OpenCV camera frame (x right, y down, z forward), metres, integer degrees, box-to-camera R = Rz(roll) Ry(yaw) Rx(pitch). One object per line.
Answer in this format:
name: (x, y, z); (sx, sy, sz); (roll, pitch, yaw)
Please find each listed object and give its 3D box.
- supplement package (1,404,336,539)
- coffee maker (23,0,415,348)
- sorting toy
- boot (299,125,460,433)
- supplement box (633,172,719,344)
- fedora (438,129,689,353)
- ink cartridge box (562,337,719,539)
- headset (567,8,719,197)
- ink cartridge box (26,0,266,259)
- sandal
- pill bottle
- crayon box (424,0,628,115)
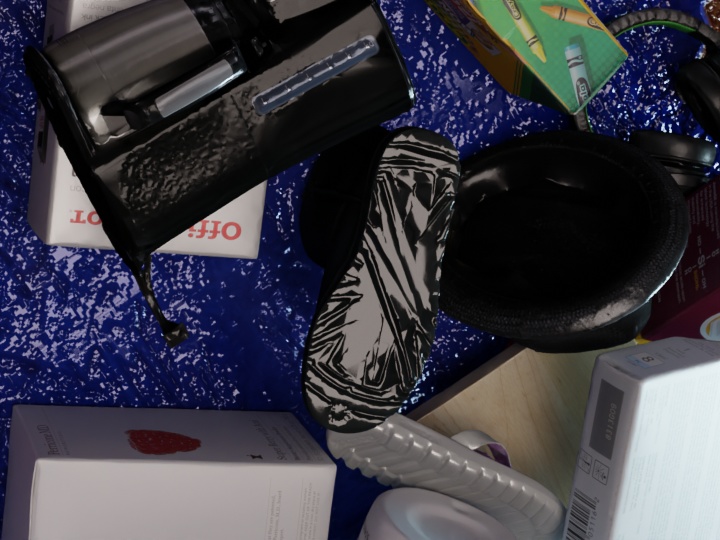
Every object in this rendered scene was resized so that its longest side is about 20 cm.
supplement package: (-0.131, 0.164, 1.279); (0.198, 0.121, 0.121); (3, 103, -19)
coffee maker: (-0.077, -0.095, 1.158); (0.199, 0.135, 0.193); (-28, 133, -10)
sorting toy: (0.128, 0.143, 1.383); (0.198, 0.070, 0.201); (-32, 109, -8)
boot: (0.000, 0.000, 1.251); (0.076, 0.168, 0.202); (15, 89, -13)
supplement box: (0.284, -0.013, 1.318); (0.110, 0.200, 0.086); (13, 61, -24)
fedora: (0.132, -0.004, 1.301); (0.200, 0.201, 0.092); (-32, 134, -8)
ink cartridge box: (0.231, 0.121, 1.311); (0.199, 0.047, 0.161); (-11, 117, -38)
headset: (0.236, -0.100, 1.372); (0.200, 0.094, 0.124); (37, 89, -6)
ink cartridge box: (-0.130, -0.114, 1.235); (0.146, 0.083, 0.202); (3, 101, -19)
sandal: (0.068, 0.131, 1.294); (0.202, 0.082, 0.050); (33, 49, -28)
pill bottle: (0.025, 0.255, 1.258); (0.113, 0.114, 0.201); (16, 108, -20)
crayon box: (0.075, -0.197, 1.260); (0.058, 0.119, 0.200); (-46, 111, -2)
